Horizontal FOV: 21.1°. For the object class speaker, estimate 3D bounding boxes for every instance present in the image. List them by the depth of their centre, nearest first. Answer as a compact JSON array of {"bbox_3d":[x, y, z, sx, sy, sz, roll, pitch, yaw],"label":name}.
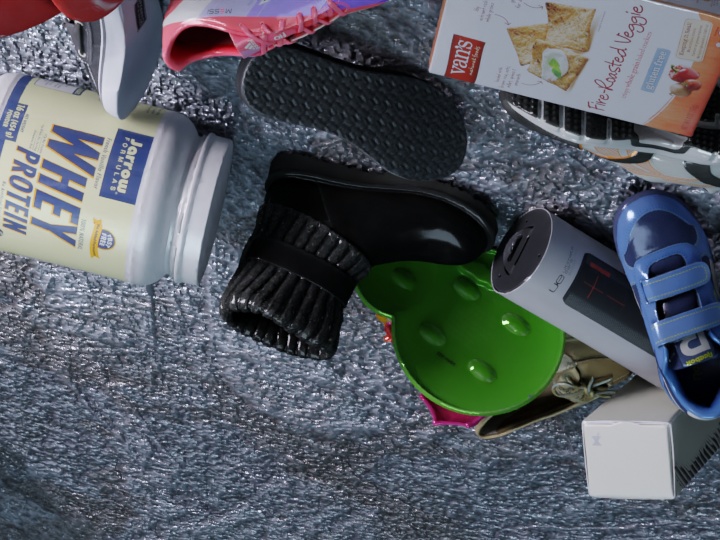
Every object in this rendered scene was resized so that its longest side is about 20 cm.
[{"bbox_3d":[0.207,0.026,1.628,0.199,0.082,0.081,30,146,-24],"label":"speaker"}]

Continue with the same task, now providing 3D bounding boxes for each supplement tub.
[{"bbox_3d":[-0.214,-0.071,1.578,0.198,0.146,0.145,14,149,0],"label":"supplement tub"}]

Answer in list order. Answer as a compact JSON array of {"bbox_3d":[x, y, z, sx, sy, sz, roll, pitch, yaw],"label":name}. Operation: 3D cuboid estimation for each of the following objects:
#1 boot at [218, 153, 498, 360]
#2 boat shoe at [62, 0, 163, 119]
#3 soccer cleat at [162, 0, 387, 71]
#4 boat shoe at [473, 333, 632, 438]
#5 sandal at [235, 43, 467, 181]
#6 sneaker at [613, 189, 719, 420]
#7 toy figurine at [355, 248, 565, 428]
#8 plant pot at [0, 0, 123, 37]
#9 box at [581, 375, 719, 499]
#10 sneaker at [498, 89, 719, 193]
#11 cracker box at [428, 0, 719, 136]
[{"bbox_3d":[-0.001,0.001,1.593,0.209,0.159,0.080,11,149,5],"label":"boot"},{"bbox_3d":[-0.194,-0.192,1.456,0.066,0.070,0.200,27,154,12],"label":"boat shoe"},{"bbox_3d":[-0.056,-0.187,1.393,0.199,0.074,0.068,-5,145,29],"label":"soccer cleat"},{"bbox_3d":[0.182,0.107,1.785,0.073,0.063,0.199,31,145,-26],"label":"boat shoe"},{"bbox_3d":[-0.004,-0.130,1.481,0.199,0.048,0.076,22,105,-26],"label":"sandal"},{"bbox_3d":[0.259,0.030,1.553,0.073,0.082,0.201,-19,110,7],"label":"sneaker"},{"bbox_3d":[0.073,0.068,1.727,0.199,0.151,0.184,34,160,8],"label":"toy figurine"},{"bbox_3d":[-0.243,-0.244,1.256,0.181,0.202,0.201,2,147,15],"label":"plant pot"},{"bbox_3d":[0.260,0.138,1.687,0.082,0.069,0.200,-1,-170,26],"label":"box"},{"bbox_3d":[0.195,-0.101,1.433,0.198,0.074,0.080,16,151,-2],"label":"sneaker"},{"bbox_3d":[0.155,-0.173,1.344,0.198,0.058,0.134,14,149,1],"label":"cracker box"}]
